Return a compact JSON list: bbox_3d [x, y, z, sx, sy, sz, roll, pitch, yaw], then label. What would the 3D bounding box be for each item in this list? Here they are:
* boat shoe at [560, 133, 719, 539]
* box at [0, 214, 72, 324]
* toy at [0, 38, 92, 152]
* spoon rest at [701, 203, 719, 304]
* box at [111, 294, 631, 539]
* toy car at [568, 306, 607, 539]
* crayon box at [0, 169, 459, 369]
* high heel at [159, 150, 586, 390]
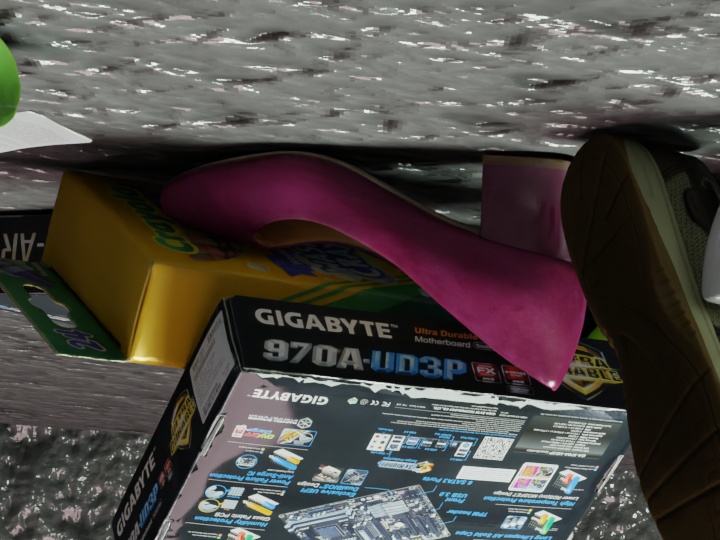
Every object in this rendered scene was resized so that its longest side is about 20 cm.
[{"bbox_3d":[0.137,0.035,1.077,0.065,0.200,0.073,-4,156,-26],"label":"boat shoe"},{"bbox_3d":[-0.105,0.006,1.506,0.160,0.044,0.200,-1,171,36],"label":"box"},{"bbox_3d":[-0.211,-0.064,1.027,0.200,0.047,0.115,-4,166,32],"label":"toy"},{"bbox_3d":[0.188,-0.042,0.980,0.099,0.061,0.200,7,159,-28],"label":"spoon rest"},{"bbox_3d":[0.008,0.089,1.250,0.200,0.046,0.159,7,135,-23],"label":"box"},{"bbox_3d":[0.073,0.051,1.432,0.150,0.175,0.200,42,169,-3],"label":"toy car"},{"bbox_3d":[-0.060,0.005,1.273,0.200,0.052,0.126,7,-163,-28],"label":"crayon box"},{"bbox_3d":[0.000,0.000,1.195,0.200,0.096,0.067,0,171,28],"label":"high heel"}]
